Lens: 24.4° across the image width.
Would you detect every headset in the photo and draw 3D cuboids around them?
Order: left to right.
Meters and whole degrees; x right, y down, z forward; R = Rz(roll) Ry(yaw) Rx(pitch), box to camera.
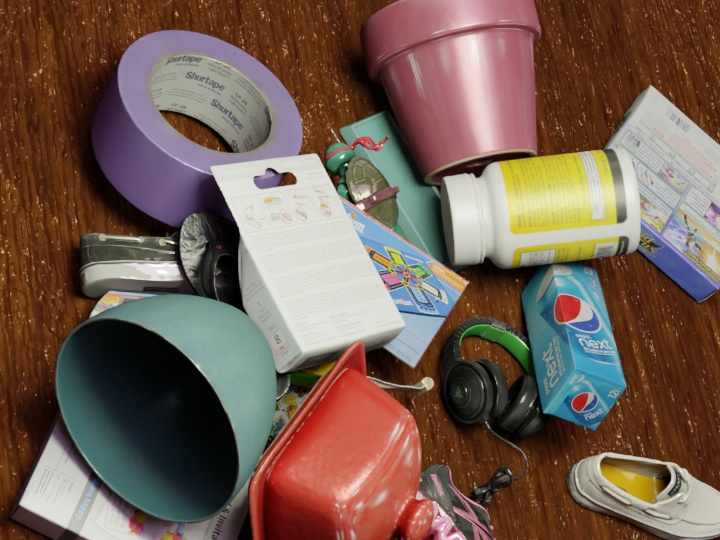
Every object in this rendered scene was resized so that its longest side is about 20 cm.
[{"bbox_3d":[0.138,0.144,1.734,0.122,0.094,0.201,19,43,-22],"label":"headset"}]

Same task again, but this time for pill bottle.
[{"bbox_3d":[0.190,-0.063,1.767,0.198,0.115,0.115,-6,67,-3],"label":"pill bottle"}]

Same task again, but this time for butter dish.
[{"bbox_3d":[-0.001,0.204,1.525,0.147,0.201,0.200,23,52,20],"label":"butter dish"}]

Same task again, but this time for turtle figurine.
[{"bbox_3d":[-0.003,-0.059,1.730,0.149,0.101,0.201,-24,82,-37],"label":"turtle figurine"}]

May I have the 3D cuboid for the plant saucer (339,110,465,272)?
[{"bbox_3d":[0.055,-0.086,1.823,0.070,0.019,0.201,-25,80,-33],"label":"plant saucer"}]

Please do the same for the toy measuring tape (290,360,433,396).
[{"bbox_3d":[-0.018,0.082,1.650,0.198,0.074,0.074,8,63,-28],"label":"toy measuring tape"}]

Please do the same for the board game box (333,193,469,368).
[{"bbox_3d":[0.000,0.000,1.672,0.199,0.103,0.019,34,10,9],"label":"board game box"}]

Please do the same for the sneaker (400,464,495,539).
[{"bbox_3d":[0.113,0.275,1.649,0.200,0.079,0.095,50,44,2],"label":"sneaker"}]

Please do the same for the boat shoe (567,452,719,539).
[{"bbox_3d":[0.321,0.236,1.767,0.198,0.070,0.072,20,58,-17],"label":"boat shoe"}]

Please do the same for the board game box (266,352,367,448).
[{"bbox_3d":[-0.058,0.091,1.676,0.104,0.023,0.201,37,56,-4],"label":"board game box"}]

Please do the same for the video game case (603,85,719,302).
[{"bbox_3d":[0.372,-0.092,1.968,0.200,0.045,0.182,40,54,-4],"label":"video game case"}]

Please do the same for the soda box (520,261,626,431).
[{"bbox_3d":[0.222,0.072,1.752,0.064,0.068,0.201,20,33,-17],"label":"soda box"}]

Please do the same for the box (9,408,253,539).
[{"bbox_3d":[-0.202,0.200,1.539,0.199,0.041,0.157,30,56,-12],"label":"box"}]

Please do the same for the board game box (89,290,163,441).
[{"bbox_3d":[-0.163,0.084,1.577,0.198,0.039,0.159,6,56,-28],"label":"board game box"}]

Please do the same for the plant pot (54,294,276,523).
[{"bbox_3d":[-0.150,0.101,1.466,0.200,0.200,0.135,48,43,2],"label":"plant pot"}]

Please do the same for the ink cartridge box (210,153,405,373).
[{"bbox_3d":[-0.059,-0.009,1.596,0.162,0.057,0.201,-11,65,-51],"label":"ink cartridge box"}]

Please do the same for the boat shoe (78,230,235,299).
[{"bbox_3d":[-0.178,-0.009,1.635,0.198,0.071,0.064,3,66,-24],"label":"boat shoe"}]

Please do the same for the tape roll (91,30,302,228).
[{"bbox_3d":[-0.164,-0.140,1.670,0.198,0.085,0.201,19,44,-19],"label":"tape roll"}]

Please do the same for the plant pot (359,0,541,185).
[{"bbox_3d":[0.111,-0.196,1.806,0.198,0.200,0.181,-8,80,-29],"label":"plant pot"}]

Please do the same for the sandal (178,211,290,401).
[{"bbox_3d":[-0.113,0.029,1.577,0.075,0.048,0.202,-18,74,-20],"label":"sandal"}]
